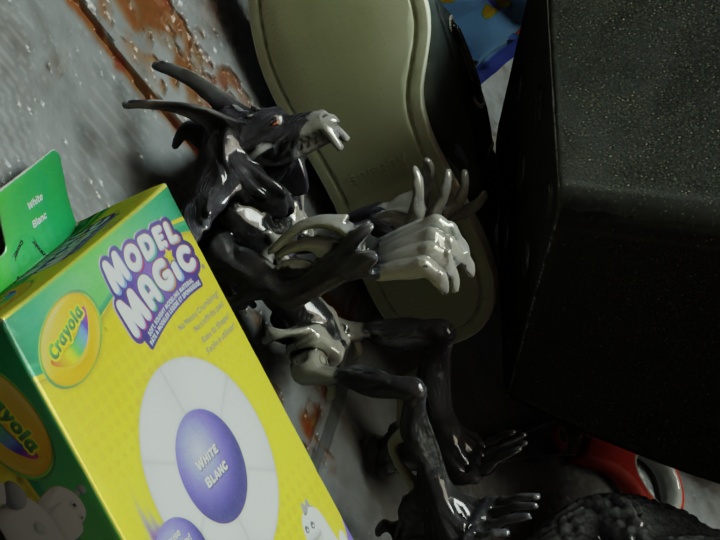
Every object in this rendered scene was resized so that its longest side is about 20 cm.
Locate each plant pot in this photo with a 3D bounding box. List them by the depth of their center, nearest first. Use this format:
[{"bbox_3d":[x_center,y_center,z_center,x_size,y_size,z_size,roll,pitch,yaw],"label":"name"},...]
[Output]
[{"bbox_3d":[0.148,-0.032,1.002,0.200,0.176,0.201,99,-8,-55],"label":"plant pot"}]

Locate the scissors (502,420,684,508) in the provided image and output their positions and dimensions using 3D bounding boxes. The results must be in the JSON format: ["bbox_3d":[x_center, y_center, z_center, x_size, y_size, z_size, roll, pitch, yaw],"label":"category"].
[{"bbox_3d":[0.088,0.067,1.115,0.199,0.014,0.074,18,59,-50],"label":"scissors"}]

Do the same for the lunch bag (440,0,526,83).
[{"bbox_3d":[0.028,-0.207,1.121,0.150,0.094,0.201,39,33,-36],"label":"lunch bag"}]

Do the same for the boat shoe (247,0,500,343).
[{"bbox_3d":[0.013,-0.073,1.019,0.200,0.074,0.066,66,21,-11],"label":"boat shoe"}]

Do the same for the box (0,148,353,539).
[{"bbox_3d":[-0.070,0.061,0.840,0.201,0.048,0.117,61,32,-11],"label":"box"}]

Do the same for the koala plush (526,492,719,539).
[{"bbox_3d":[0.169,0.154,1.005,0.177,0.199,0.185,39,42,-38],"label":"koala plush"}]

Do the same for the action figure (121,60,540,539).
[{"bbox_3d":[0.000,0.000,0.930,0.201,0.102,0.119,58,18,-18],"label":"action figure"}]
